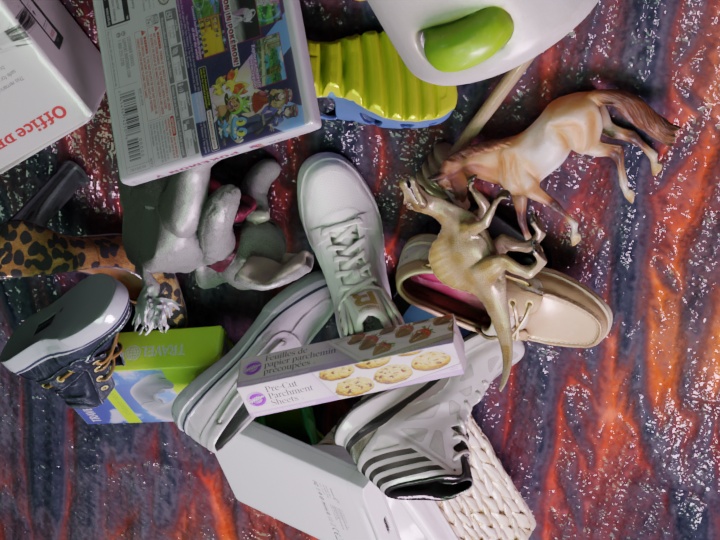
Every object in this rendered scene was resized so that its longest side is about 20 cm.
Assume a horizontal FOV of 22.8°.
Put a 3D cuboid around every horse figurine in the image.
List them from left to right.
[{"bbox_3d":[0.173,-0.095,1.532,0.199,0.050,0.133,-35,109,19],"label":"horse figurine"}]

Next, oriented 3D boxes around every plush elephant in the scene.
[{"bbox_3d":[-0.124,-0.043,1.586,0.164,0.154,0.202,9,97,53],"label":"plush elephant"}]

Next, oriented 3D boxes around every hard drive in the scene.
[{"bbox_3d":[-0.053,0.205,1.682,0.199,0.027,0.133,19,145,34],"label":"hard drive"}]

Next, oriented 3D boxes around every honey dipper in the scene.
[{"bbox_3d":[0.107,-0.139,1.536,0.038,0.038,0.201,29,122,-10],"label":"honey dipper"}]

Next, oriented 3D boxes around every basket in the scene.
[{"bbox_3d":[0.062,0.214,1.710,0.135,0.124,0.201,3,134,49],"label":"basket"}]

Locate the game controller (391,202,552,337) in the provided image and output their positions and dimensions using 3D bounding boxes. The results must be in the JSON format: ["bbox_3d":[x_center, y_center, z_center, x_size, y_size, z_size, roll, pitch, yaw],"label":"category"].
[{"bbox_3d":[0.089,0.025,1.648,0.104,0.042,0.200,30,124,-10],"label":"game controller"}]

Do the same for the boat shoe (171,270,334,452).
[{"bbox_3d":[-0.082,0.090,1.649,0.067,0.200,0.074,41,171,28],"label":"boat shoe"}]

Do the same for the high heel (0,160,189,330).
[{"bbox_3d":[-0.250,0.017,1.640,0.071,0.143,0.200,-18,118,47],"label":"high heel"}]

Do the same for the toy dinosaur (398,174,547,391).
[{"bbox_3d":[0.110,-0.008,1.527,0.101,0.058,0.201,-27,98,23],"label":"toy dinosaur"}]

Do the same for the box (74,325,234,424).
[{"bbox_3d":[-0.212,0.103,1.731,0.198,0.048,0.122,-4,151,13],"label":"box"}]

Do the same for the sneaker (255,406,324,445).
[{"bbox_3d":[-0.070,0.172,1.755,0.073,0.084,0.201,-6,124,14],"label":"sneaker"}]

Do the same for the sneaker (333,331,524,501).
[{"bbox_3d":[0.086,0.139,1.597,0.116,0.199,0.076,51,160,24],"label":"sneaker"}]

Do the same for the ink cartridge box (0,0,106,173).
[{"bbox_3d":[-0.333,-0.196,1.547,0.145,0.085,0.201,-25,117,25],"label":"ink cartridge box"}]

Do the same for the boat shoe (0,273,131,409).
[{"bbox_3d":[-0.237,0.066,1.594,0.091,0.071,0.200,36,147,-23],"label":"boat shoe"}]

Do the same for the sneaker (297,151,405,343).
[{"bbox_3d":[0.000,0.000,1.585,0.073,0.116,0.202,-19,112,-5],"label":"sneaker"}]

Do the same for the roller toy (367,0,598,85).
[{"bbox_3d":[0.086,-0.247,1.373,0.182,0.200,0.140,-38,116,-8],"label":"roller toy"}]

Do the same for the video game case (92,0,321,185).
[{"bbox_3d":[-0.131,-0.189,1.474,0.181,0.023,0.202,-15,77,21],"label":"video game case"}]

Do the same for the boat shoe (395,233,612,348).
[{"bbox_3d":[0.122,0.032,1.578,0.198,0.069,0.074,17,124,8],"label":"boat shoe"}]

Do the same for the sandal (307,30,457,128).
[{"bbox_3d":[-0.016,-0.159,1.530,0.198,0.080,0.087,9,163,-4],"label":"sandal"}]

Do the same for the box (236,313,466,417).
[{"bbox_3d":[-0.008,0.083,1.544,0.198,0.039,0.042,-12,128,13],"label":"box"}]
